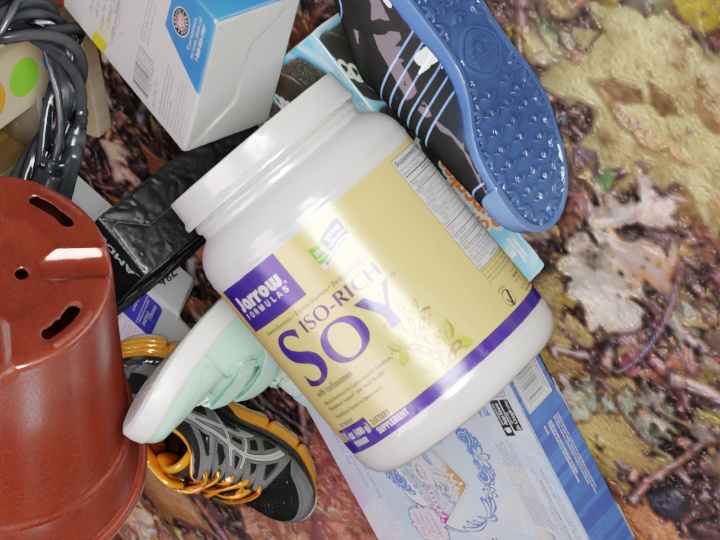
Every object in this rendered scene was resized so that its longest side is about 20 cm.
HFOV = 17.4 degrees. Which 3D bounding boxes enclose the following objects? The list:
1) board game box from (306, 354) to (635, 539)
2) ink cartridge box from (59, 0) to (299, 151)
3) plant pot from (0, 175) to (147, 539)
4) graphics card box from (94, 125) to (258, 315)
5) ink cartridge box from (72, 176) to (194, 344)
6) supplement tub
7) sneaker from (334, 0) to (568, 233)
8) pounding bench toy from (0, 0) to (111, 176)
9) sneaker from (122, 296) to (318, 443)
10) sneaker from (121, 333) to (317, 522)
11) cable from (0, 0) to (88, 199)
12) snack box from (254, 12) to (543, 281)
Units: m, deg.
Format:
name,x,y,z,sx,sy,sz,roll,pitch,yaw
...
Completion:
name,x,y,z,sx,sy,sz,roll,pitch,yaw
board game box,0.073,0.138,1.556,0.199,0.043,0.200,-7,117,47
ink cartridge box,-0.128,-0.185,1.430,0.200,0.067,0.116,50,145,25
plant pot,-0.227,0.058,1.435,0.201,0.201,0.195,34,145,18
graphics card box,-0.134,-0.024,1.521,0.051,0.125,0.200,51,156,-2
ink cartridge box,-0.185,0.003,1.698,0.200,0.039,0.100,43,142,9
supplement tub,0.000,0.000,1.363,0.200,0.145,0.145,50,143,-3
sneaker,0.047,-0.108,1.353,0.078,0.070,0.200,-17,103,54
pounding bench toy,-0.302,-0.136,1.594,0.200,0.156,0.124,22,135,31
sneaker,-0.053,0.067,1.461,0.118,0.200,0.074,46,142,-1
sneaker,-0.110,0.129,1.666,0.078,0.077,0.200,-23,129,39
cable,-0.246,-0.089,1.477,0.051,0.163,0.200,46,128,43
snack box,0.013,-0.053,1.453,0.200,0.037,0.116,52,144,-4
